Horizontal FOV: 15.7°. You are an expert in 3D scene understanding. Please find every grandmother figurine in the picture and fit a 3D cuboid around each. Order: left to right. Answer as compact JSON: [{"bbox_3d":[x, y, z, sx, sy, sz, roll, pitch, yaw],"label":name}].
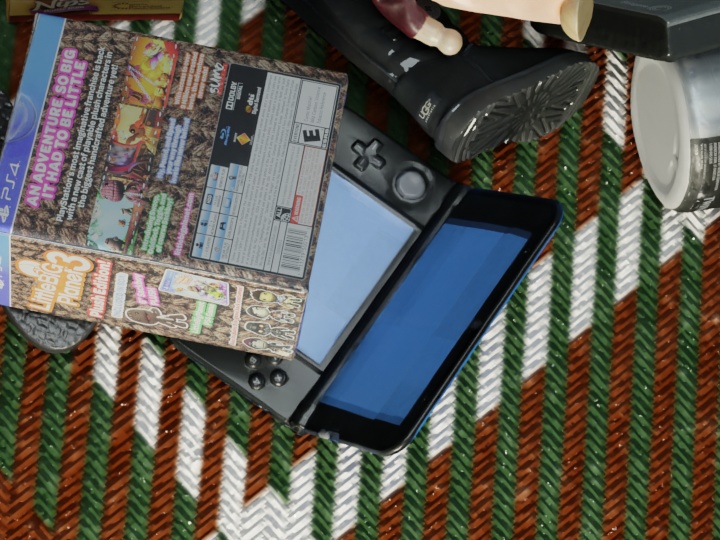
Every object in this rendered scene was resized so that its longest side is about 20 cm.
[{"bbox_3d":[0.045,-0.196,1.629,0.200,0.061,0.121,6,96,16],"label":"grandmother figurine"}]

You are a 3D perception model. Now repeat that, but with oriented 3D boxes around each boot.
[{"bbox_3d":[0.043,-0.166,1.727,0.200,0.066,0.165,43,34,22],"label":"boot"}]

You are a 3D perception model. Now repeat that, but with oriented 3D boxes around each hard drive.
[{"bbox_3d":[0.229,-0.179,1.699,0.200,0.140,0.033,-18,112,-31],"label":"hard drive"}]

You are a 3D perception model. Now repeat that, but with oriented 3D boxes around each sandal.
[{"bbox_3d":[-0.217,-0.033,1.674,0.075,0.045,0.200,-20,66,-18],"label":"sandal"}]

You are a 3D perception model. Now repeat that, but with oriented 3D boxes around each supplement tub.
[{"bbox_3d":[0.288,-0.111,1.724,0.200,0.123,0.123,-9,79,-12],"label":"supplement tub"}]

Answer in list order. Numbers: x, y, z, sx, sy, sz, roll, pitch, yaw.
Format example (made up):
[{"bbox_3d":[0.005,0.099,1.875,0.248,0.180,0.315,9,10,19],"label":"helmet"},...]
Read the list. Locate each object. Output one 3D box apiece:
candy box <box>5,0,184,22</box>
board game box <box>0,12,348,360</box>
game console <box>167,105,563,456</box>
[{"bbox_3d":[-0.178,-0.266,1.722,0.117,0.056,0.200,-1,78,-9],"label":"candy box"},{"bbox_3d":[-0.121,-0.051,1.614,0.200,0.097,0.160,12,61,-1],"label":"board game box"},{"bbox_3d":[0.000,0.000,1.655,0.171,0.118,0.200,35,74,0],"label":"game console"}]
